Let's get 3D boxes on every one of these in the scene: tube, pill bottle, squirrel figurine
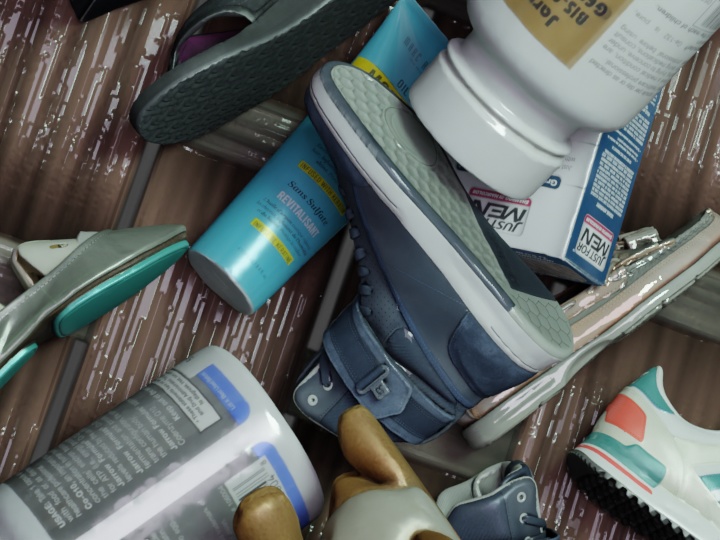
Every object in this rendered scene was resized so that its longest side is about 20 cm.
[{"bbox_3d":[-0.014,-0.062,1.538,0.200,0.050,0.078,-47,113,-17],"label":"tube"},{"bbox_3d":[-0.129,0.139,1.455,0.200,0.114,0.114,-34,93,-14],"label":"pill bottle"},{"bbox_3d":[-0.018,0.202,1.414,0.186,0.142,0.200,-35,137,-1],"label":"squirrel figurine"},{"bbox_3d":[0.122,-0.138,1.437,0.114,0.114,0.200,40,109,-7],"label":"pill bottle"}]

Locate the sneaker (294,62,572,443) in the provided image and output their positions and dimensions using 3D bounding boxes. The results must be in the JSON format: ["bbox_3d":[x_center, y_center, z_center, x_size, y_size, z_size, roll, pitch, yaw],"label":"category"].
[{"bbox_3d":[0.000,0.001,1.478,0.146,0.077,0.203,-35,92,27],"label":"sneaker"}]

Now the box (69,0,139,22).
[{"bbox_3d":[-0.095,-0.269,1.496,0.198,0.123,0.201,-22,90,-13],"label":"box"}]

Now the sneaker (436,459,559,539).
[{"bbox_3d":[0.124,0.180,1.529,0.201,0.077,0.147,-1,88,-12],"label":"sneaker"}]

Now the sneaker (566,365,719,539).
[{"bbox_3d":[0.220,0.133,1.552,0.199,0.070,0.094,35,73,3],"label":"sneaker"}]

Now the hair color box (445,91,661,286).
[{"bbox_3d":[0.112,-0.101,1.537,0.100,0.060,0.201,13,80,31],"label":"hair color box"}]

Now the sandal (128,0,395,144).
[{"bbox_3d":[-0.054,-0.136,1.528,0.200,0.075,0.048,-35,68,-21],"label":"sandal"}]

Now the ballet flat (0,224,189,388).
[{"bbox_3d":[-0.185,0.020,1.479,0.200,0.067,0.064,-39,84,-14],"label":"ballet flat"}]

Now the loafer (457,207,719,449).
[{"bbox_3d":[0.126,0.020,1.551,0.200,0.072,0.063,-38,87,-11],"label":"loafer"}]
